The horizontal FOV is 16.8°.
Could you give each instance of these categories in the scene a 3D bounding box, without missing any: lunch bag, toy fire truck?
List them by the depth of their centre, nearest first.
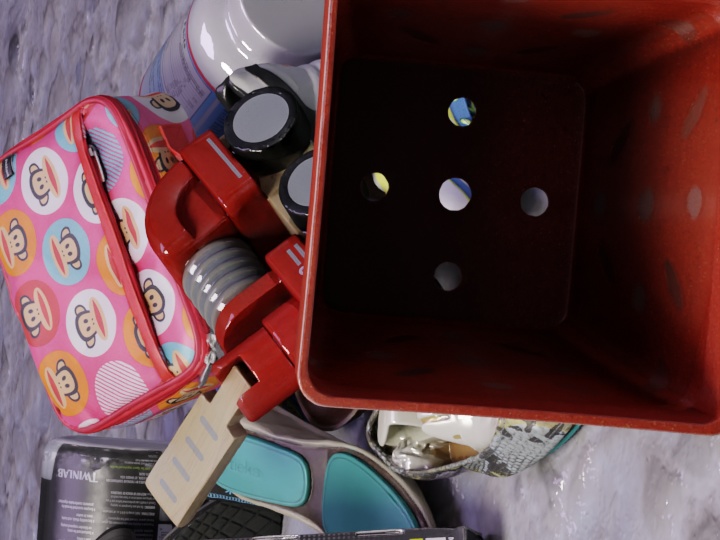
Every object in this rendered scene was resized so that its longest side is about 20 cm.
[{"bbox_3d":[-0.067,0.028,1.371,0.176,0.200,0.129,49,174,40],"label":"toy fire truck"},{"bbox_3d":[-0.144,-0.009,1.549,0.176,0.082,0.200,-28,78,37],"label":"lunch bag"}]

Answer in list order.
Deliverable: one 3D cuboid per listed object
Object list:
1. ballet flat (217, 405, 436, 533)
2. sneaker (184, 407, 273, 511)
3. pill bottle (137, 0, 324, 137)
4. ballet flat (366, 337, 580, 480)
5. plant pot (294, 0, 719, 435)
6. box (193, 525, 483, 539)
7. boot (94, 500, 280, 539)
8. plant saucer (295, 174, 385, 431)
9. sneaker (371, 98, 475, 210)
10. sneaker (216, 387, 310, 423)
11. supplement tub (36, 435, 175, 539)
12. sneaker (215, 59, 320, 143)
[{"bbox_3d":[-0.009,0.126,1.443,0.200,0.069,0.070,24,110,42],"label":"ballet flat"},{"bbox_3d":[-0.088,0.099,1.650,0.200,0.082,0.073,-129,45,-64],"label":"sneaker"},{"bbox_3d":[-0.074,-0.141,1.627,0.200,0.109,0.109,138,133,-61],"label":"pill bottle"},{"bbox_3d":[0.053,0.078,1.299,0.200,0.072,0.072,151,121,-66],"label":"ballet flat"},{"bbox_3d":[0.064,-0.036,1.145,0.176,0.199,0.200,-170,85,-80],"label":"plant pot"},{"bbox_3d":[-0.012,0.243,1.317,0.044,0.160,0.201,41,-134,-70],"label":"box"},{"bbox_3d":[-0.153,0.206,1.695,0.200,0.068,0.131,-44,28,1],"label":"boot"},{"bbox_3d":[0.000,0.000,1.503,0.200,0.037,0.201,-176,90,-69],"label":"plant saucer"},{"bbox_3d":[0.046,-0.104,1.345,0.200,0.076,0.105,-112,34,-51],"label":"sneaker"},{"bbox_3d":[-0.083,0.052,1.621,0.088,0.075,0.200,-32,38,22],"label":"sneaker"},{"bbox_3d":[-0.184,0.227,1.823,0.123,0.122,0.201,-178,92,-70],"label":"supplement tub"},{"bbox_3d":[-0.052,-0.034,1.489,0.074,0.080,0.200,142,127,-61],"label":"sneaker"}]
